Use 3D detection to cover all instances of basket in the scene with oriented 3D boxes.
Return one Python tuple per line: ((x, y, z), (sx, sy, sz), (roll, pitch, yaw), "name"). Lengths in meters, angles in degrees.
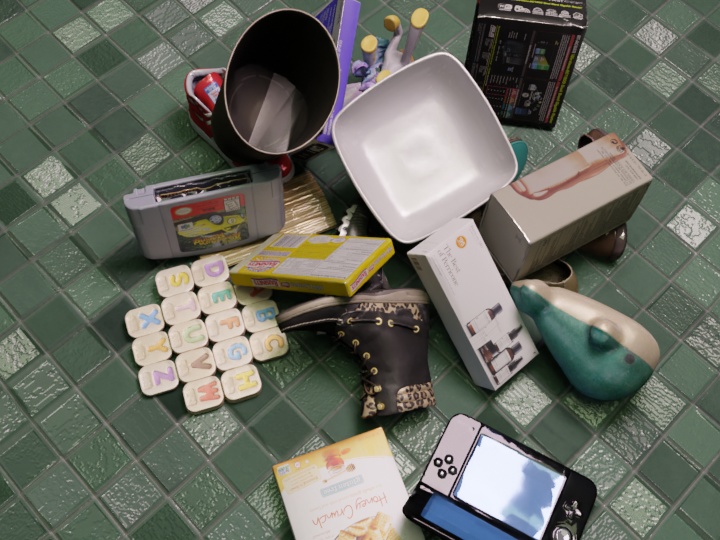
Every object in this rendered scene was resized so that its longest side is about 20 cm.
((-0.120, -0.211, 1.165), (0.135, 0.200, 0.182), (21, 78, -15), "basket")

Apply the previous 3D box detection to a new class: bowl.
((0.078, -0.154, 1.182), (0.198, 0.075, 0.201), (-31, 90, -2), "bowl")

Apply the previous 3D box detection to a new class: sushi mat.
((-0.139, -0.067, 1.269), (0.198, 0.012, 0.096), (-21, 65, -13), "sushi mat")

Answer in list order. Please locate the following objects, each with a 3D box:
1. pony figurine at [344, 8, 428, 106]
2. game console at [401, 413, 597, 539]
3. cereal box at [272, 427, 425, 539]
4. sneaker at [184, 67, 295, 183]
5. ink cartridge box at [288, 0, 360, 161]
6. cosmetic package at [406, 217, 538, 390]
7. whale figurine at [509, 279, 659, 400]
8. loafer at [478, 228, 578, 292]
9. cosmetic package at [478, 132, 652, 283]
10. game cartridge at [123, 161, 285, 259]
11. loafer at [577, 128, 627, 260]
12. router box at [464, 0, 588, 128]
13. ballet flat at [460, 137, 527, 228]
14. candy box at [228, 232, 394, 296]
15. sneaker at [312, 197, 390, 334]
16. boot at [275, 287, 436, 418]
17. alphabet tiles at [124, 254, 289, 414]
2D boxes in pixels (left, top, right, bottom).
((0.035, -0.253, 1.295), (0.165, 0.200, 0.194), (27, 77, 11), "pony figurine")
((0.166, 0.262, 1.049), (0.198, 0.117, 0.177), (27, 64, 11), "game console")
((-0.005, 0.300, 1.063), (0.142, 0.040, 0.202), (-18, 64, -12), "cereal box")
((-0.174, -0.205, 1.280), (0.199, 0.113, 0.071), (37, 66, 20), "sneaker")
((-0.047, -0.260, 1.239), (0.043, 0.200, 0.201), (10, 86, -17), "ink cartridge box")
((0.142, 0.042, 1.139), (0.082, 0.050, 0.201), (-36, 109, -22), "cosmetic package")
((0.267, 0.086, 1.134), (0.199, 0.159, 0.105), (31, 87, -6), "whale figurine")
((0.204, -0.021, 1.231), (0.198, 0.068, 0.077), (23, 63, 9), "loafer")
((0.258, -0.081, 1.171), (0.198, 0.104, 0.088), (-27, 66, -20), "cosmetic package")
((-0.195, -0.073, 1.186), (0.197, 0.134, 0.041), (-13, 64, -8), "game cartridge")
((0.324, -0.112, 1.282), (0.070, 0.073, 0.202), (1, 61, -4), "loafer")
((0.225, -0.299, 1.304), (0.148, 0.201, 0.063), (8, 56, 1), "router box")
((0.171, -0.128, 1.278), (0.074, 0.068, 0.201), (5, 39, 27), "ballet flat")
((-0.063, -0.010, 1.153), (0.198, 0.027, 0.102), (5, 37, 39), "candy box")
((0.000, 0.000, 1.214), (0.089, 0.067, 0.202), (13, 66, 1), "sneaker")
((0.001, 0.104, 1.122), (0.198, 0.073, 0.153), (-6, 84, -21), "boot")
((-0.198, 0.079, 1.181), (0.193, 0.015, 0.202), (-15, 67, -11), "alphabet tiles")
